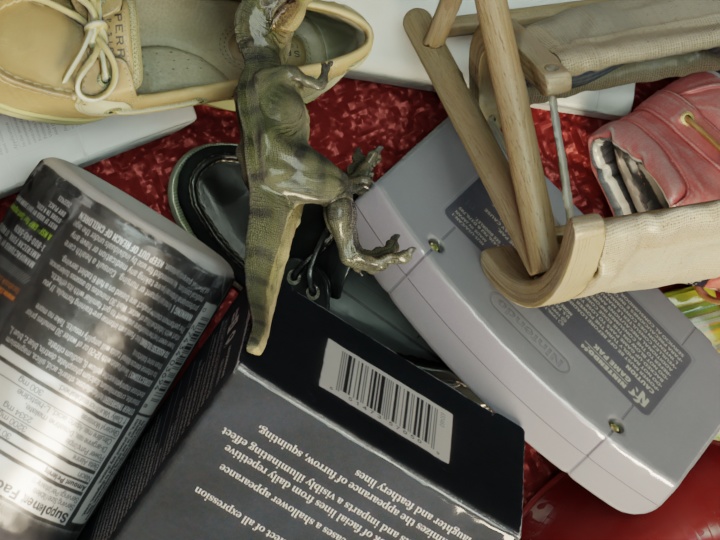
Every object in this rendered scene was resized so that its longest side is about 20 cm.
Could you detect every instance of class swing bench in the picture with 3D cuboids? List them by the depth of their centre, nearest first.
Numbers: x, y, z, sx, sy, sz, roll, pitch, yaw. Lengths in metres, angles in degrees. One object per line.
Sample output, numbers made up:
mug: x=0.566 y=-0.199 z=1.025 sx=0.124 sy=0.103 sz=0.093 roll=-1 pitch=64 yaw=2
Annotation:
swing bench: x=0.148 y=-0.079 z=1.382 sx=0.198 sy=0.130 sz=0.201 roll=-9 pitch=63 yaw=-16

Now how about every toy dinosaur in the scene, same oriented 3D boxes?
toy dinosaur: x=-0.023 y=-0.039 z=1.337 sx=0.088 sy=0.047 sz=0.201 roll=23 pitch=53 yaw=-37

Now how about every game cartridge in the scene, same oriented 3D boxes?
game cartridge: x=0.086 y=0.020 z=1.423 sx=0.200 sy=0.042 sz=0.133 roll=45 pitch=39 yaw=2

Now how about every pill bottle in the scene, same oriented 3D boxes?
pill bottle: x=-0.151 y=0.058 z=1.366 sx=0.106 sy=0.106 sz=0.200 roll=32 pitch=93 yaw=-10

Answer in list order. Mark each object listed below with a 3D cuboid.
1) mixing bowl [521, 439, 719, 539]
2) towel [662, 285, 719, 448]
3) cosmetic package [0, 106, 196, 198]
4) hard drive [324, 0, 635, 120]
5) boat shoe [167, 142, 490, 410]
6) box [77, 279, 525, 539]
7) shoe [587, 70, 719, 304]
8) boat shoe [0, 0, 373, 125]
mixing bowl: x=0.163 y=0.178 z=1.429 sx=0.199 sy=0.108 sz=0.201 roll=1 pitch=87 yaw=-10
towel: x=0.159 y=0.112 z=1.495 sx=0.086 sy=0.018 sz=0.201 roll=-14 pitch=89 yaw=-11
cosmetic package: x=-0.184 y=-0.135 z=1.409 sx=0.150 sy=0.052 sz=0.201 roll=-21 pitch=91 yaw=-19
hard drive: x=0.044 y=-0.154 z=1.482 sx=0.199 sy=0.026 sz=0.133 roll=8 pitch=84 yaw=-14
boat shoe: x=-0.001 y=0.002 z=1.437 sx=0.199 sy=0.066 sz=0.075 roll=40 pitch=78 yaw=-8
box: x=-0.040 y=0.130 z=1.352 sx=0.148 sy=0.107 sz=0.200 roll=32 pitch=112 yaw=-10
shoe: x=0.193 y=-0.002 z=1.474 sx=0.091 sy=0.071 sz=0.201 roll=-28 pitch=84 yaw=-27
boat shoe: x=-0.091 y=-0.105 z=1.370 sx=0.200 sy=0.063 sz=0.074 roll=3 pitch=78 yaw=-32
